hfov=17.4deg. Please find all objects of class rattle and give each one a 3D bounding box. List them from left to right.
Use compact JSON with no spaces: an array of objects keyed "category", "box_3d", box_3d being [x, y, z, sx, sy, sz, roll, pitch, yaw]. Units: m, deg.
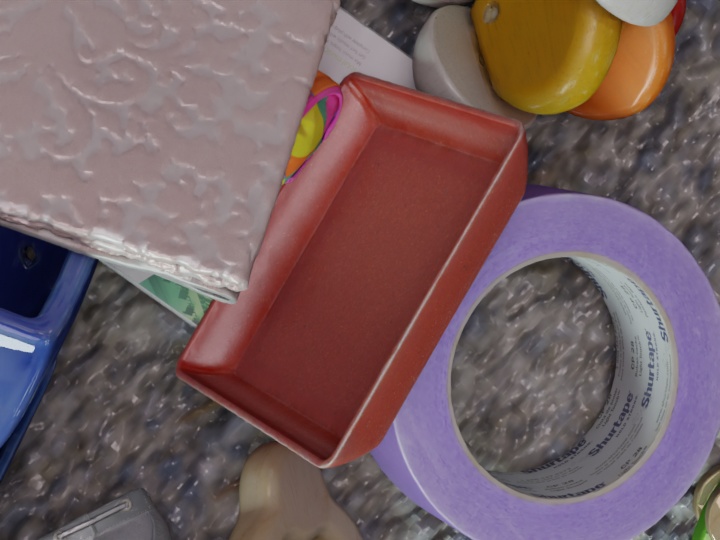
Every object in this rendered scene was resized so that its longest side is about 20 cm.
[{"category":"rattle","box_3d":[-0.065,0.157,1.339,0.129,0.142,0.202,-1,77,-40]}]

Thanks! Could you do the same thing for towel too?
[{"category":"towel","box_3d":[-0.127,-0.095,1.214,0.198,0.032,0.192,18,62,-5]}]

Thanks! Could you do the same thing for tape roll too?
[{"category":"tape roll","box_3d":[0.098,0.054,1.307,0.198,0.085,0.202,-2,97,-16]}]

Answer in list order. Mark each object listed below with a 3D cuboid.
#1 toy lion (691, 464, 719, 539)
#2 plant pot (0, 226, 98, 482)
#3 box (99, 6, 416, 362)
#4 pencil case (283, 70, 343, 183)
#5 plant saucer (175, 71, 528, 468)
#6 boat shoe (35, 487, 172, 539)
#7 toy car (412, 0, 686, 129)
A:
[{"category":"toy lion","box_3d":[0.280,0.220,1.351,0.198,0.069,0.194,9,94,-2]},{"category":"plant pot","box_3d":[-0.248,0.016,1.249,0.198,0.201,0.181,20,123,-2]},{"category":"box","box_3d":[-0.044,-0.052,1.353,0.144,0.036,0.201,34,87,-1]},{"category":"pencil case","box_3d":[-0.106,-0.119,1.302,0.199,0.088,0.089,35,86,13]},{"category":"plant saucer","box_3d":[0.000,0.000,1.255,0.037,0.200,0.201,32,86,-29]},{"category":"boat shoe","box_3d":[-0.201,0.179,1.324,0.199,0.070,0.072,-21,78,-7]},{"category":"toy car","box_3d":[0.113,-0.174,1.316,0.149,0.175,0.201,6,58,-43]}]
